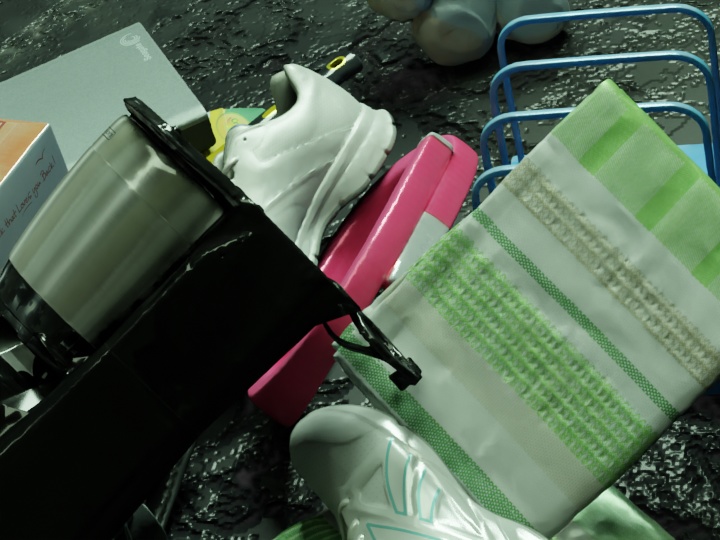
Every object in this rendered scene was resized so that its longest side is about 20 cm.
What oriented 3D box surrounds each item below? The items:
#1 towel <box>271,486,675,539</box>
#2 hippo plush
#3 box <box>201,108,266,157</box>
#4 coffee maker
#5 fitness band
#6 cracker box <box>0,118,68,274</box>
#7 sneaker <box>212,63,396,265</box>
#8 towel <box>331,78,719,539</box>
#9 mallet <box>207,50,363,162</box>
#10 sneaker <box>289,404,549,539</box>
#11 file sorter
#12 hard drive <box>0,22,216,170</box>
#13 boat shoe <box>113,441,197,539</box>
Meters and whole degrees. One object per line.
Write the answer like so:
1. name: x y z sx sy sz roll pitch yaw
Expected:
1. towel: 0.037 0.153 0.978 0.199 0.024 0.152 -31 43 -20
2. hippo plush: 0.062 -0.256 1.322 0.158 0.202 0.161 1 29 -14
3. box: -0.142 -0.036 1.233 0.198 0.049 0.118 -18 40 1
4. coffee maker: -0.106 0.052 0.912 0.192 0.135 0.200 43 88 8
5. fitness band: 0.000 0.000 1.085 0.037 0.144 0.201 37 48 -9
6. cracker box: -0.189 0.037 1.042 0.057 0.201 0.134 8 44 25
7. sneaker: -0.059 -0.032 1.140 0.074 0.087 0.201 -29 28 58
8. towel: 0.102 0.025 0.969 0.200 0.031 0.149 -44 77 3
9. mallet: -0.079 -0.083 1.204 0.065 0.041 0.200 20 48 31
10. sneaker: 0.022 0.133 0.935 0.080 0.071 0.200 -37 47 -21
11. file sorter: 0.136 -0.042 1.091 0.137 0.123 0.201 -2 41 14
12. hard drive: -0.205 -0.081 1.246 0.199 0.033 0.140 -25 39 -11
13. boat shoe: -0.127 0.130 1.015 0.066 0.075 0.200 -6 35 22
